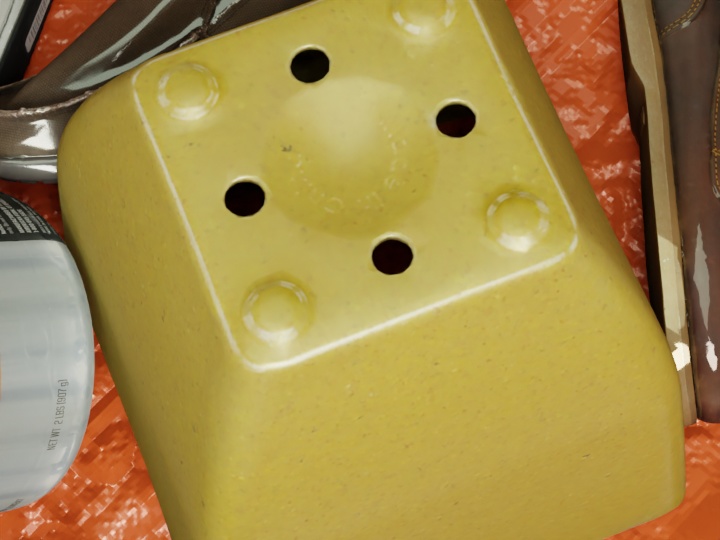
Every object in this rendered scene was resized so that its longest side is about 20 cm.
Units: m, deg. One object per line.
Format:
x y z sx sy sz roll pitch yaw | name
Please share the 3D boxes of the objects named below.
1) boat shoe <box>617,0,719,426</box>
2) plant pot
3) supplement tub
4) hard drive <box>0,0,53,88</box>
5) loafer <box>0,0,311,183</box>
0.141 -0.037 0.851 0.070 0.070 0.201 -4 67 4 | boat shoe
0.000 0.000 0.771 0.194 0.200 0.196 -20 67 -7 | plant pot
-0.203 0.035 0.758 0.200 0.123 0.123 -5 61 -41 | supplement tub
-0.236 -0.111 0.913 0.199 0.038 0.140 16 68 9 | hard drive
-0.074 -0.098 0.874 0.200 0.071 0.073 -27 24 -17 | loafer
